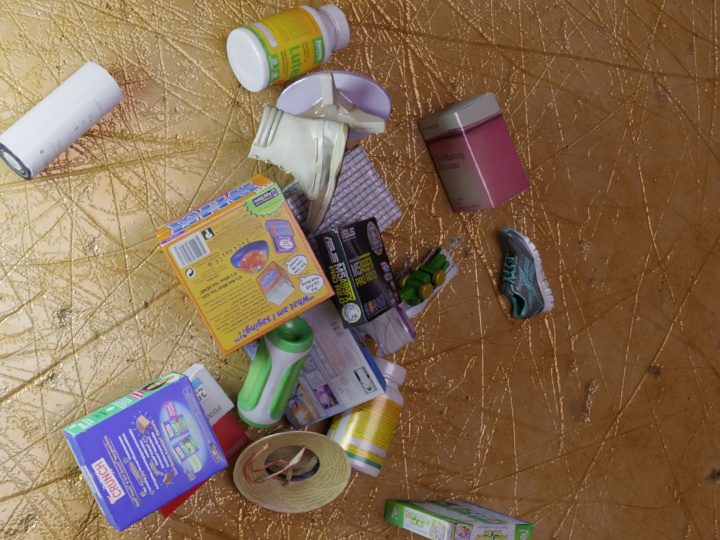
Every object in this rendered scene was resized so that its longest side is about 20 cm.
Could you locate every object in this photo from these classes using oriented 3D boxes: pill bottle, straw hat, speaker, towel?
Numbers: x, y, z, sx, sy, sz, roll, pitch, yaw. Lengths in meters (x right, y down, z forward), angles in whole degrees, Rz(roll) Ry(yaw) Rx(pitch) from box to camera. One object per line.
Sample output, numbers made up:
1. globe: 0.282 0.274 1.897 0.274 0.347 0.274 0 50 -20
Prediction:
1. pill bottle: 0.012 0.260 1.812 0.113 0.113 0.200 28 75 -28
2. straw hat: -0.120 0.321 1.738 0.201 0.085 0.201 -4 122 -7
3. speaker: -0.462 -0.232 1.548 0.200 0.081 0.081 -48 112 -22
4. pill bottle: -0.120 -0.393 1.742 0.200 0.111 0.111 -29 104 -29
5. towel: -0.047 -0.113 1.802 0.200 0.086 0.166 -41 107 -24
6. speaker: -0.143 0.169 1.662 0.088 0.088 0.200 -1 132 -32

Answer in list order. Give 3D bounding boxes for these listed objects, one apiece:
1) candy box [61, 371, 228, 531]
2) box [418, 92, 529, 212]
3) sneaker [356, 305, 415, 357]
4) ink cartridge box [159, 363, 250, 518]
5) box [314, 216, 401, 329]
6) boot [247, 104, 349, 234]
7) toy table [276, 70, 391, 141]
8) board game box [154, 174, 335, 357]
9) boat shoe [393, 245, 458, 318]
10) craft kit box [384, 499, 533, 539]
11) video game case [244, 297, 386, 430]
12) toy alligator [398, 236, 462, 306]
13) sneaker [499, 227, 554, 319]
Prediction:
1. candy box: -0.335 0.279 1.570 0.200 0.077 0.169 -28 102 -29
2. box: 0.219 -0.225 1.938 0.109 0.128 0.200 -31 104 -27
3. sneaker: 0.014 0.064 1.818 0.100 0.075 0.200 -35 71 11
4. ink cartridge box: -0.292 0.283 1.665 0.200 0.045 0.176 -41 108 -25
5. box: 0.000 0.000 1.676 0.200 0.044 0.160 -23 96 -70
6. boot: -0.113 -0.168 1.675 0.154 0.072 0.200 14 113 -5
7. toy table: -0.050 -0.263 1.725 0.200 0.117 0.184 -11 117 11
8. board game box: -0.190 -0.015 1.610 0.200 0.200 0.200 -29 105 -8
9. boat shoe: 0.100 0.019 1.893 0.202 0.075 0.086 -41 110 -28
10. craft kit box: 0.180 0.465 1.861 0.197 0.200 0.049 13 84 -30
11. video game case: -0.080 0.157 1.734 0.181 0.045 0.200 -25 106 15
12. toy alligator: 0.130 0.012 1.849 0.200 0.059 0.054 -42 137 -34
13. sneaker: 0.320 0.011 2.031 0.091 0.078 0.200 -31 103 -24
